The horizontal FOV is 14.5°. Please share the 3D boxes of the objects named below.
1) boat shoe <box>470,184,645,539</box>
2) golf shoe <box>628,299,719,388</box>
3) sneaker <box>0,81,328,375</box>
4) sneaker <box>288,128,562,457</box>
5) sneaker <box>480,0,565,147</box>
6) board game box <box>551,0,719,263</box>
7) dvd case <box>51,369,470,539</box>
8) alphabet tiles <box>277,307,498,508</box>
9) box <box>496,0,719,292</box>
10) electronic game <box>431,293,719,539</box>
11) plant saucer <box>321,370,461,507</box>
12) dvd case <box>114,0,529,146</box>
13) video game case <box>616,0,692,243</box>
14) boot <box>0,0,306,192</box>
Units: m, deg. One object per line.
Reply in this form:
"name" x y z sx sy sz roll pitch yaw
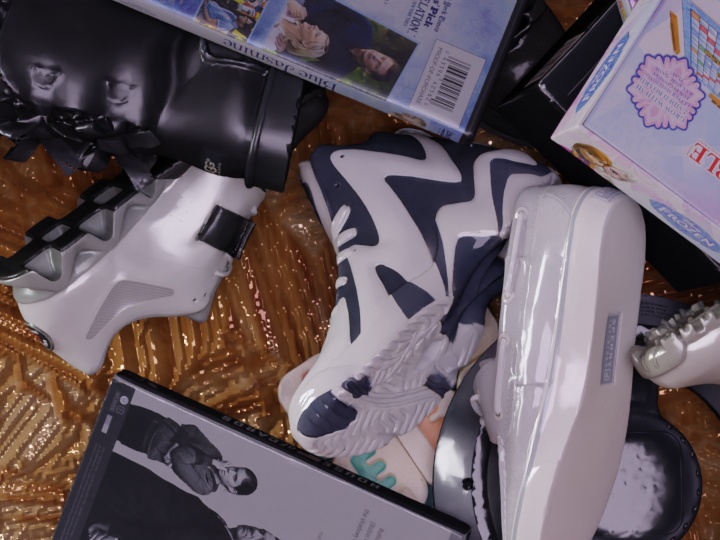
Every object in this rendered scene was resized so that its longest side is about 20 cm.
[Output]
"boat shoe" 0.090 0.055 1.409 0.068 0.072 0.200 11 101 33
"golf shoe" 0.228 0.045 1.429 0.200 0.078 0.097 -14 82 -33
"sneaker" -0.090 -0.023 1.476 0.200 0.074 0.089 -37 112 -9
"sneaker" 0.000 0.000 1.449 0.130 0.080 0.199 27 69 31
"sneaker" 0.049 -0.148 1.470 0.073 0.082 0.200 -39 91 -5
"board game box" 0.226 -0.088 1.375 0.200 0.041 0.200 36 75 -10
"dvd case" -0.061 0.158 1.454 0.200 0.025 0.150 24 104 8
"alphabet tiles" 0.056 0.108 1.477 0.200 0.015 0.196 -33 89 -7
"box" 0.191 -0.109 1.447 0.141 0.079 0.200 44 75 -5
"electronic game" 0.136 0.111 1.458 0.200 0.042 0.200 0 82 -3
"plant saucer" -0.011 0.126 1.493 0.200 0.019 0.070 -29 90 -3
"dvd case" -0.012 -0.161 1.401 0.200 0.018 0.143 22 70 0
"video game case" 0.200 -0.128 1.403 0.143 0.018 0.200 -17 89 -16
"boot" -0.102 -0.132 1.427 0.162 0.073 0.198 12 63 -1
